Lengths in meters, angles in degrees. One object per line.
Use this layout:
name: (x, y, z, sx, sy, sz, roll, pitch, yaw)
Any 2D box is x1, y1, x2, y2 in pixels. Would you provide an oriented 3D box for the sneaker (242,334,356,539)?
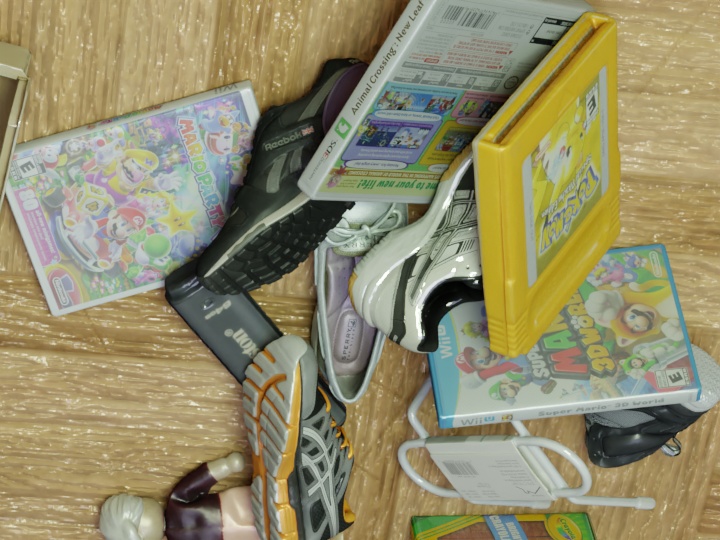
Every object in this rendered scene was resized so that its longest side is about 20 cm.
sneaker: (-0.043, 0.133, 1.730, 0.077, 0.078, 0.201, -14, 128, -21)

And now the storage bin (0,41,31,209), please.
storage bin: (-0.348, -0.078, 1.583, 0.198, 0.094, 0.200, 15, 118, -8)

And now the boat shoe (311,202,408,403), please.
boat shoe: (-0.002, 0.001, 1.695, 0.074, 0.065, 0.204, 4, 115, -10)

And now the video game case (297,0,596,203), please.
video game case: (0.064, -0.125, 1.590, 0.199, 0.022, 0.183, -1, 130, -53)

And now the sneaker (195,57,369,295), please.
sneaker: (-0.053, -0.070, 1.634, 0.200, 0.088, 0.076, -43, 153, 3)

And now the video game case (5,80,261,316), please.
video game case: (-0.159, -0.053, 1.675, 0.198, 0.018, 0.144, -15, 120, 2)

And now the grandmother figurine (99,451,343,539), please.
grandmother figurine: (-0.113, 0.206, 1.813, 0.198, 0.061, 0.123, 0, 93, -3)

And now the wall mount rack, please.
wall mount rack: (0.132, 0.153, 1.767, 0.199, 0.075, 0.174, -5, 131, 48)

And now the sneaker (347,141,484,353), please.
sneaker: (0.085, -0.023, 1.640, 0.200, 0.088, 0.076, -48, 150, 2)

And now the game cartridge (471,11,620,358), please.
game cartridge: (0.140, -0.058, 1.615, 0.032, 0.176, 0.201, 16, 135, 28)

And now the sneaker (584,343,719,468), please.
sneaker: (0.179, 0.093, 1.766, 0.198, 0.076, 0.114, 19, 132, -1)

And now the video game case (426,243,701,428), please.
video game case: (0.148, 0.048, 1.699, 0.198, 0.144, 0.018, -6, 142, -3)

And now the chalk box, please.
chalk box: (0.142, 0.285, 1.848, 0.198, 0.125, 0.125, -2, 121, -7)

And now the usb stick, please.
usb stick: (-0.080, 0.066, 1.734, 0.055, 0.033, 0.200, -29, 125, 14)
